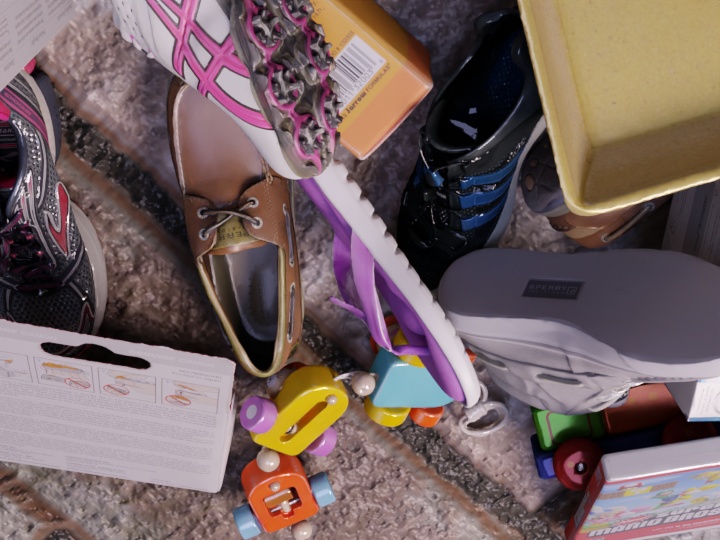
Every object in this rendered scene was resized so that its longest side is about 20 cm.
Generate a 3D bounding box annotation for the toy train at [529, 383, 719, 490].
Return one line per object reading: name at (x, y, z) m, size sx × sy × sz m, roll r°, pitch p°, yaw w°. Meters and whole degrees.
toy train at (0.200, 0.059, 0.826) m, size 0.200 × 0.085 × 0.116 m, roll -14°, pitch 100°, yaw 6°

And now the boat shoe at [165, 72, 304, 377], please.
boat shoe at (-0.071, -0.031, 0.786) m, size 0.072 × 0.068 × 0.200 m, roll -14°, pitch 113°, yaw 6°

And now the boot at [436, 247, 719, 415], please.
boot at (0.142, 0.041, 0.727) m, size 0.074 × 0.200 × 0.096 m, roll -56°, pitch 133°, yaw -23°

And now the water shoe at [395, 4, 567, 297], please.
water shoe at (0.055, -0.069, 0.748) m, size 0.071 × 0.079 × 0.200 m, roll 43°, pitch 122°, yaw 30°

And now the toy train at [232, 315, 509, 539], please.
toy train at (-0.008, 0.098, 0.857) m, size 0.200 × 0.056 × 0.150 m, roll -25°, pitch 138°, yaw 0°

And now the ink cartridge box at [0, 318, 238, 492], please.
ink cartridge box at (-0.156, 0.070, 0.790) m, size 0.161 × 0.050 × 0.200 m, roll 10°, pitch 146°, yaw -4°

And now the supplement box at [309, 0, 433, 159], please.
supplement box at (-0.052, -0.155, 0.733) m, size 0.200 × 0.067 × 0.069 m, roll 40°, pitch 111°, yaw -15°

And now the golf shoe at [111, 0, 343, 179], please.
golf shoe at (-0.080, -0.133, 0.677) m, size 0.092 × 0.073 × 0.200 m, roll -16°, pitch 113°, yaw 35°

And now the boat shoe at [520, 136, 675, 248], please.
boat shoe at (0.191, -0.086, 0.765) m, size 0.200 × 0.076 × 0.072 m, roll -34°, pitch 120°, yaw 17°

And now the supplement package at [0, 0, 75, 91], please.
supplement package at (-0.252, -0.152, 0.661) m, size 0.155 × 0.200 × 0.111 m, roll -6°, pitch 113°, yaw 3°

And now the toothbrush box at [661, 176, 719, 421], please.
toothbrush box at (0.280, 0.005, 0.740) m, size 0.200 × 0.085 × 0.147 m, roll 1°, pitch 118°, yaw -11°

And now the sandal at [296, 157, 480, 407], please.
sandal at (0.000, 0.001, 0.762) m, size 0.050 × 0.082 × 0.203 m, roll -33°, pitch 85°, yaw -5°

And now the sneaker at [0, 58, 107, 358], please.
sneaker at (-0.212, -0.031, 0.784) m, size 0.080 × 0.075 × 0.200 m, roll -11°, pitch 115°, yaw 4°

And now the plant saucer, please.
plant saucer at (0.175, -0.150, 0.671) m, size 0.200 × 0.048 × 0.200 m, roll -16°, pitch 102°, yaw -4°

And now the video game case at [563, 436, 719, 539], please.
video game case at (0.210, 0.139, 0.813) m, size 0.143 × 0.017 × 0.200 m, roll -9°, pitch 156°, yaw -1°
